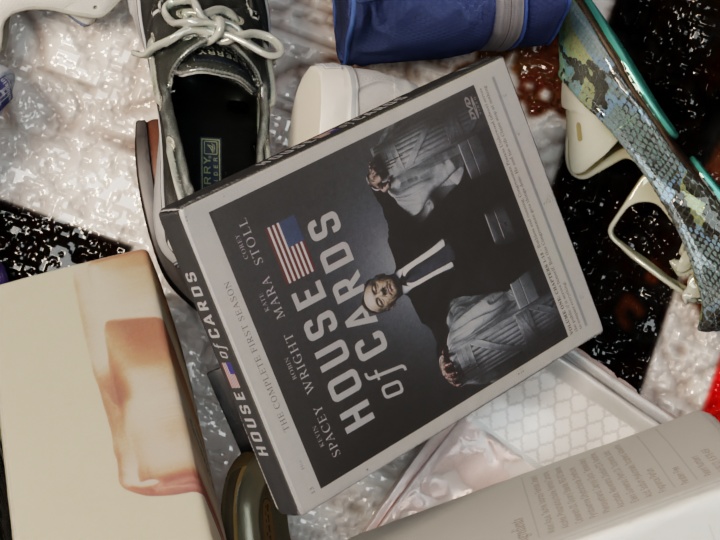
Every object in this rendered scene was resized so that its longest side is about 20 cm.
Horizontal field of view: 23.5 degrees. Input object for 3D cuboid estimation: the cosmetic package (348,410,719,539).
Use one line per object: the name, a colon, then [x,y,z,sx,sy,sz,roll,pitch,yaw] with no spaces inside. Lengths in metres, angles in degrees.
cosmetic package: [0.108,0.184,0.803,0.200,0.166,0.168,-20,94,4]

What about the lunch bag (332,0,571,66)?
lunch bag: [0.047,-0.210,0.883,0.132,0.136,0.200,-5,85,-5]

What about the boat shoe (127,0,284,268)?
boat shoe: [-0.075,-0.100,0.842,0.073,0.068,0.200,5,77,-16]

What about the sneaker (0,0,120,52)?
sneaker: [-0.135,-0.181,0.912,0.200,0.075,0.087,-24,104,-1]

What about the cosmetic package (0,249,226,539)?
cosmetic package: [-0.115,0.096,0.815,0.087,0.103,0.200,-15,43,-4]

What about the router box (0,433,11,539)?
router box: [-0.270,0.131,0.829,0.200,0.157,0.052,-13,123,-5]

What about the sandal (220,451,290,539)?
sandal: [-0.030,0.189,0.871,0.054,0.080,0.200,-7,90,10]

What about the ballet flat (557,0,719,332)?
ballet flat: [0.148,-0.052,0.917,0.074,0.074,0.200,-35,86,-5]

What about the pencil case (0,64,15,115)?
pencil case: [-0.276,-0.111,0.878,0.200,0.091,0.083,32,128,0]

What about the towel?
towel: [0.110,0.153,0.899,0.200,0.032,0.191,34,97,-1]

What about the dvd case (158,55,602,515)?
dvd case: [0.016,0.002,0.812,0.200,0.025,0.151,-28,103,-33]

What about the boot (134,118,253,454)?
boot: [-0.004,-0.022,0.901,0.200,0.068,0.189,-24,88,-6]

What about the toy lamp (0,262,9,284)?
toy lamp: [-0.233,-0.022,0.818,0.058,0.200,0.058,-7,68,17]

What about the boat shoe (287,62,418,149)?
boat shoe: [0.000,0.000,0.853,0.068,0.072,0.200,3,82,-18]
